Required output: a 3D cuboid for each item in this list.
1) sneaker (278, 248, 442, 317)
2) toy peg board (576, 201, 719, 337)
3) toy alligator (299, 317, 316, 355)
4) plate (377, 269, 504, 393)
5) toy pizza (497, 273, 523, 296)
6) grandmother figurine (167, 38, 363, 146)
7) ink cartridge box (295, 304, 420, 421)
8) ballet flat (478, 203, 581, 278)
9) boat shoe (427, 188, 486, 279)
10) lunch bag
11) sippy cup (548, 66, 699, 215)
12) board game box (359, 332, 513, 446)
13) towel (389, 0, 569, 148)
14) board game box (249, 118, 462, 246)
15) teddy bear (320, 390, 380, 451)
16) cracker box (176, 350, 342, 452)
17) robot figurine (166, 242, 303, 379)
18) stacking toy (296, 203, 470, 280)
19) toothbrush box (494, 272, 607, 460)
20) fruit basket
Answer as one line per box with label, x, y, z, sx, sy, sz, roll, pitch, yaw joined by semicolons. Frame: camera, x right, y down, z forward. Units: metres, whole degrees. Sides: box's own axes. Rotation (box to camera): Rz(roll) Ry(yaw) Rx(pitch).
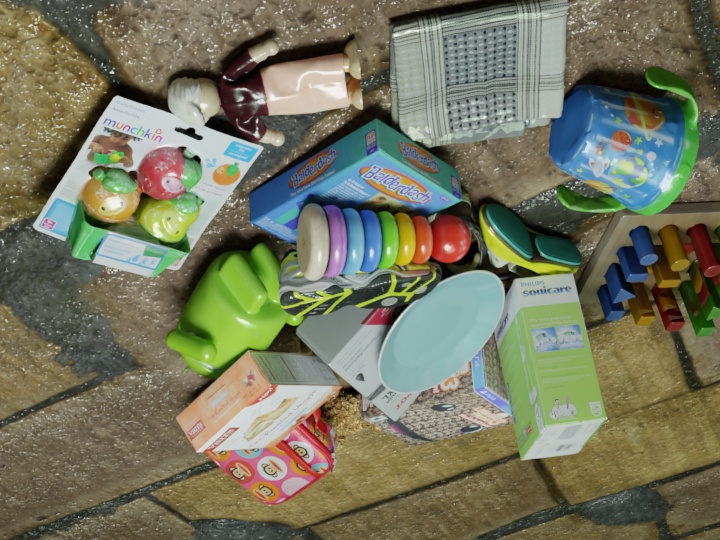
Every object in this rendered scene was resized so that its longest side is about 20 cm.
sneaker;0.000;0.000;1.454;0.197;0.077;0.076;-3;150;-16
toy peg board;0.418;0.009;1.670;0.197;0.099;0.201;-3;144;-14
toy alligator;-0.046;0.075;1.652;0.059;0.055;0.201;-6;145;-11
plate;0.099;0.074;1.577;0.199;0.026;0.201;-26;142;-23
toy pizza;0.197;0.073;1.747;0.198;0.032;0.201;-8;145;-6
grandmother figurine;-0.098;-0.182;1.271;0.197;0.061;0.123;-7;118;-4
ink cartridge box;0.029;0.088;1.622;0.145;0.083;0.200;-48;141;-2
ballet flat;0.202;-0.025;1.581;0.199;0.067;0.067;20;137;-41
boat shoe;0.121;-0.021;1.558;0.072;0.065;0.201;-17;147;4
lunch bag;-0.129;0.224;1.758;0.176;0.082;0.200;-36;110;28
sippy cup;0.287;-0.144;1.390;0.129;0.140;0.180;15;100;-19
board game box;0.121;0.165;1.760;0.198;0.098;0.159;-17;150;27
towel;0.126;-0.203;1.327;0.190;0.035;0.201;-11;146;-3
board game box;-0.006;-0.085;1.425;0.199;0.045;0.151;-26;144;33
teddy bear;-0.039;0.216;1.846;0.198;0.067;0.145;7;139;-27
cracker box;-0.125;0.167;1.580;0.134;0.058;0.199;-42;159;16
robot figurine;-0.157;0.056;1.533;0.175;0.116;0.200;-26;160;-45
stacking toy;0.032;-0.033;1.401;0.197;0.086;0.086;-1;144;-16
toothbrush box;0.242;0.126;1.614;0.085;0.202;0.146;-7;155;-9
fruit basket;-0.227;-0.083;1.336;0.184;0.094;0.200;17;133;-36
